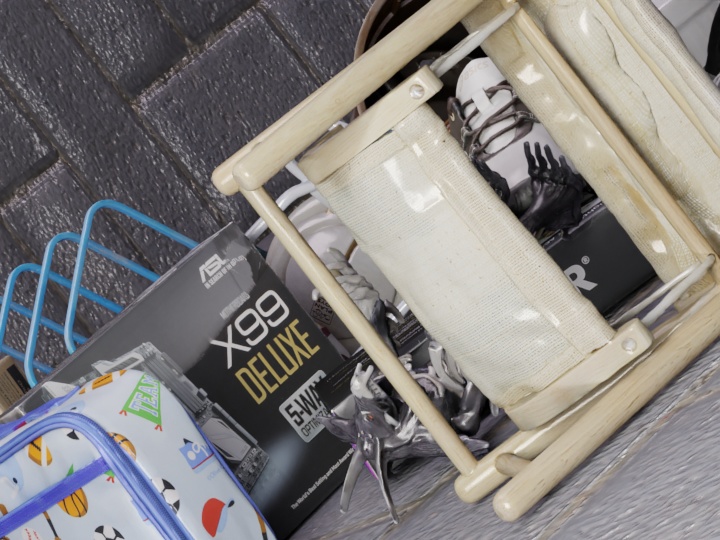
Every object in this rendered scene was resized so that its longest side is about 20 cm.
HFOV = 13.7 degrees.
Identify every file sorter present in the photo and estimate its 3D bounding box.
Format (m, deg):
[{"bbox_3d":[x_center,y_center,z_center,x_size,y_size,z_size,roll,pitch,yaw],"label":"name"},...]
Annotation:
[{"bbox_3d":[-0.180,0.066,1.901,0.200,0.123,0.139,-35,37,42],"label":"file sorter"}]

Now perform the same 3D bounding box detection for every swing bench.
[{"bbox_3d":[0.073,-0.028,1.335,0.200,0.199,0.130,-38,5,-5],"label":"swing bench"}]

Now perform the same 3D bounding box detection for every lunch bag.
[{"bbox_3d":[-0.143,0.141,1.572,0.200,0.160,0.076,-32,8,47],"label":"lunch bag"}]

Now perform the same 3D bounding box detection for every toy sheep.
[{"bbox_3d":[-0.002,0.003,1.985,0.138,0.138,0.200,-37,-11,10],"label":"toy sheep"}]

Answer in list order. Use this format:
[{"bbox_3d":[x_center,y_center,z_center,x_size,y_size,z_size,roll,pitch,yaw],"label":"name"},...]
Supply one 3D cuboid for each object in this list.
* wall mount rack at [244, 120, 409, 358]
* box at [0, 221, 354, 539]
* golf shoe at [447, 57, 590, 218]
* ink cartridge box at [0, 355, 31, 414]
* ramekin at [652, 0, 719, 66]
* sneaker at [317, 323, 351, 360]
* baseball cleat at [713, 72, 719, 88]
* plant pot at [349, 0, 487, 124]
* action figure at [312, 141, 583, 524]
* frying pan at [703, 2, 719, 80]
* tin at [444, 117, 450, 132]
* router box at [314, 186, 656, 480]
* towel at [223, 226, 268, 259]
[{"bbox_3d":[0.000,0.000,1.794,0.174,0.200,0.075,-22,40,41],"label":"wall mount rack"},{"bbox_3d":[-0.094,0.090,1.701,0.200,0.158,0.050,-42,6,-39],"label":"box"},{"bbox_3d":[0.079,-0.071,1.684,0.078,0.095,0.200,-30,8,6],"label":"golf shoe"},{"bbox_3d":[-0.283,0.186,2.130,0.200,0.165,0.075,-36,3,16],"label":"ink cartridge box"},{"bbox_3d":[0.197,-0.126,1.921,0.202,0.094,0.202,-38,4,3],"label":"ramekin"},{"bbox_3d":[-0.080,0.095,1.932,0.200,0.090,0.075,-35,6,32],"label":"sneaker"},{"bbox_3d":[0.212,-0.078,1.624,0.106,0.070,0.200,-45,-4,-7],"label":"baseball cleat"},{"bbox_3d":[0.079,-0.121,2.266,0.200,0.200,0.198,-40,-3,-13],"label":"plant pot"},{"bbox_3d":[0.032,0.024,1.515,0.119,0.102,0.200,1,51,46],"label":"action figure"},{"bbox_3d":[0.210,-0.113,1.758,0.115,0.031,0.190,-41,-16,-54],"label":"frying pan"},{"bbox_3d":[0.092,-0.051,1.835,0.200,0.112,0.042,-47,8,41],"label":"tin"},{"bbox_3d":[0.070,0.031,1.654,0.200,0.051,0.149,-37,5,-1],"label":"router box"},{"bbox_3d":[-0.107,0.075,2.025,0.200,0.022,0.147,-64,-18,-1],"label":"towel"}]
